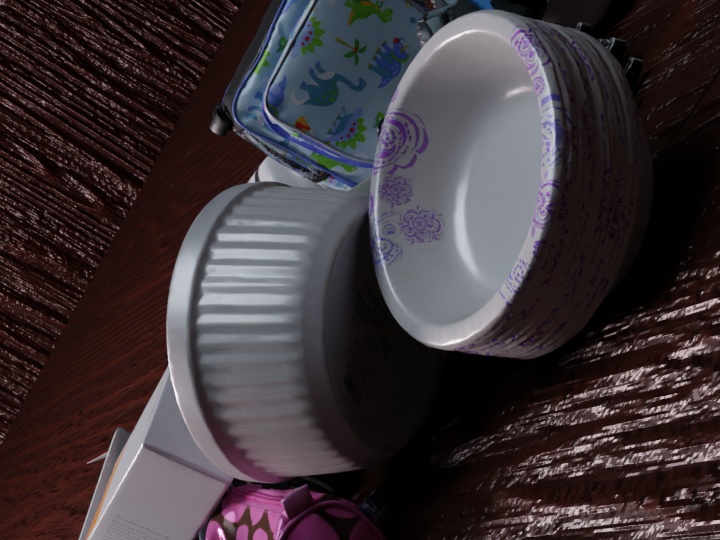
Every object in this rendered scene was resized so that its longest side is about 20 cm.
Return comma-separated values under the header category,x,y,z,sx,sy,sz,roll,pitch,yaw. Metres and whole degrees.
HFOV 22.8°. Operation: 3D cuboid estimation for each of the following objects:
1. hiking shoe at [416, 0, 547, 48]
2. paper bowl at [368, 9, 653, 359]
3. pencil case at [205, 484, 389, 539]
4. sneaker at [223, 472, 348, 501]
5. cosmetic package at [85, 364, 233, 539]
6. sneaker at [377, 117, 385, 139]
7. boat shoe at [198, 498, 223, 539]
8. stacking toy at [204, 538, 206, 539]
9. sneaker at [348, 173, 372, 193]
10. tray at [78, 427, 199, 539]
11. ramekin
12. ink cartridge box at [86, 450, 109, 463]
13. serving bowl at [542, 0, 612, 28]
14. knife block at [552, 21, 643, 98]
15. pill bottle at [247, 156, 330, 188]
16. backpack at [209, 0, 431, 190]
category,x,y,z,sx,sy,sz,roll,pitch,yaw
hiking shoe,0.096,-0.186,1.305,0.086,0.075,0.200,-12,28,14
paper bowl,0.096,-0.048,1.070,0.200,0.104,0.202,-19,68,56
pencil case,-0.047,0.184,1.194,0.091,0.094,0.200,-41,8,-20
sneaker,-0.041,0.112,1.352,0.200,0.078,0.086,-53,17,-26
cosmetic package,-0.141,0.149,1.318,0.200,0.071,0.102,123,168,-49
sneaker,0.040,-0.045,1.301,0.075,0.114,0.201,12,62,34
boat shoe,-0.073,0.148,1.447,0.091,0.070,0.201,60,-135,-75
stacking toy,-0.102,0.230,1.332,0.201,0.085,0.085,-61,13,-23
sneaker,0.025,-0.048,1.398,0.200,0.073,0.072,-46,39,-19
tray,-0.171,0.209,1.496,0.200,0.022,0.108,50,-127,-63
ramekin,-0.026,0.040,1.170,0.105,0.200,0.201,-2,49,30
ink cartridge box,-0.138,0.102,1.567,0.199,0.047,0.160,-21,-5,-29
serving bowl,0.155,-0.227,1.399,0.200,0.066,0.200,-52,20,27
knife block,0.113,-0.078,1.249,0.200,0.064,0.176,-46,18,43
pill bottle,-0.069,-0.044,1.722,0.200,0.111,0.112,-52,15,26
backpack,0.005,-0.153,1.503,0.184,0.199,0.147,-63,14,-1
